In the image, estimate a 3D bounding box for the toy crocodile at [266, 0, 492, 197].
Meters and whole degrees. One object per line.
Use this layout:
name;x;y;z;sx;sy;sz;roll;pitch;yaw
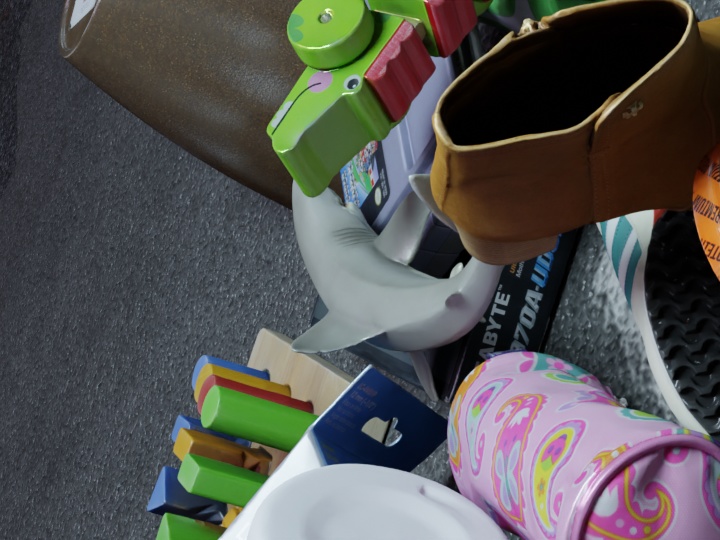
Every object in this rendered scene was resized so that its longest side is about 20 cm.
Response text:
toy crocodile;0.024;-0.119;0.815;0.061;0.068;0.201;19;63;35

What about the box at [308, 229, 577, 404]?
box;0.048;-0.019;0.966;0.200;0.046;0.161;24;96;66

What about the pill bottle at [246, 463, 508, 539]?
pill bottle;-0.008;0.192;0.731;0.112;0.111;0.202;-115;32;-57

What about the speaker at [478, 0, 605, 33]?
speaker;0.088;-0.169;0.938;0.089;0.088;0.200;-68;24;8

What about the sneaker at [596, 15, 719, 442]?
sneaker;0.141;-0.012;0.760;0.094;0.070;0.202;78;180;-65

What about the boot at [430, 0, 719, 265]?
boot;0.119;-0.068;0.652;0.071;0.200;0.144;62;175;16

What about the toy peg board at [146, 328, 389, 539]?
toy peg board;-0.089;0.140;1.091;0.199;0.097;0.202;25;96;66

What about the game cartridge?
game cartridge;0.023;-0.091;0.926;0.130;0.038;0.202;-51;39;46

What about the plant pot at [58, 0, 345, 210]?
plant pot;-0.091;-0.153;1.169;0.187;0.198;0.188;-46;35;45

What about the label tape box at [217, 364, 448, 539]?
label tape box;-0.019;0.155;0.853;0.066;0.143;0.200;41;90;25

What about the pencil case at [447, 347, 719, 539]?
pencil case;0.093;0.085;0.716;0.200;0.087;0.088;-146;75;-78

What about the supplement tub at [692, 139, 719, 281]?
supplement tub;0.205;-0.056;0.564;0.200;0.122;0.124;-44;36;45

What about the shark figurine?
shark figurine;0.011;0.012;0.810;0.214;0.089;0.129;-8;100;66
